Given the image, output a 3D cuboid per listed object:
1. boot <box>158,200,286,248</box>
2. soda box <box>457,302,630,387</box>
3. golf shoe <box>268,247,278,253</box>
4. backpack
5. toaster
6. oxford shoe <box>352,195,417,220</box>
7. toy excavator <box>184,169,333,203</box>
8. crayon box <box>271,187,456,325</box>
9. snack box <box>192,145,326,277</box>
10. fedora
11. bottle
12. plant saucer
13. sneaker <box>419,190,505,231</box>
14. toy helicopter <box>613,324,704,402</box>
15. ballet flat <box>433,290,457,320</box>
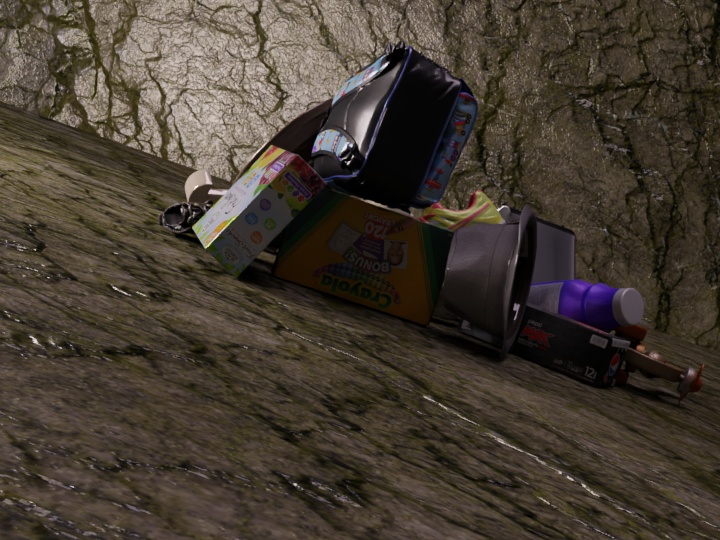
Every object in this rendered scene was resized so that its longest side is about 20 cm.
[{"bbox_3d":[-0.145,-0.059,1.518,0.174,0.069,0.200,5,-7,-36],"label":"boot"},{"bbox_3d":[0.227,0.081,1.499,0.200,0.063,0.071,22,5,31],"label":"soda box"},{"bbox_3d":[-0.139,-0.059,1.721,0.200,0.078,0.095,6,-39,48],"label":"golf shoe"},{"bbox_3d":[0.028,-0.163,1.452,0.134,0.183,0.200,26,-10,-20],"label":"backpack"},{"bbox_3d":[0.211,-0.010,1.793,0.181,0.119,0.200,-14,-21,43],"label":"toaster"},{"bbox_3d":[0.040,-0.079,1.749,0.071,0.074,0.200,43,7,-27],"label":"oxford shoe"},{"bbox_3d":[-0.136,-0.130,1.814,0.194,0.200,0.100,31,27,-40],"label":"toy excavator"},{"bbox_3d":[0.005,-0.021,1.451,0.200,0.119,0.058,18,4,-7],"label":"crayon box"},{"bbox_3d":[-0.120,-0.072,1.366,0.053,0.142,0.200,43,-2,-14],"label":"snack box"},{"bbox_3d":[0.147,0.006,1.403,0.090,0.177,0.200,10,22,14],"label":"fedora"},{"bbox_3d":[0.274,0.053,1.561,0.065,0.084,0.200,13,-14,-38],"label":"bottle"},{"bbox_3d":[-0.089,-0.150,1.592,0.029,0.200,0.200,48,9,7],"label":"plant saucer"},{"bbox_3d":[0.093,-0.042,1.568,0.200,0.090,0.078,-24,1,-10],"label":"sneaker"},{"bbox_3d":[0.402,0.130,1.586,0.132,0.079,0.200,22,1,34],"label":"toy helicopter"},{"bbox_3d":[0.127,0.029,1.575,0.200,0.071,0.071,-21,29,-34],"label":"ballet flat"}]
